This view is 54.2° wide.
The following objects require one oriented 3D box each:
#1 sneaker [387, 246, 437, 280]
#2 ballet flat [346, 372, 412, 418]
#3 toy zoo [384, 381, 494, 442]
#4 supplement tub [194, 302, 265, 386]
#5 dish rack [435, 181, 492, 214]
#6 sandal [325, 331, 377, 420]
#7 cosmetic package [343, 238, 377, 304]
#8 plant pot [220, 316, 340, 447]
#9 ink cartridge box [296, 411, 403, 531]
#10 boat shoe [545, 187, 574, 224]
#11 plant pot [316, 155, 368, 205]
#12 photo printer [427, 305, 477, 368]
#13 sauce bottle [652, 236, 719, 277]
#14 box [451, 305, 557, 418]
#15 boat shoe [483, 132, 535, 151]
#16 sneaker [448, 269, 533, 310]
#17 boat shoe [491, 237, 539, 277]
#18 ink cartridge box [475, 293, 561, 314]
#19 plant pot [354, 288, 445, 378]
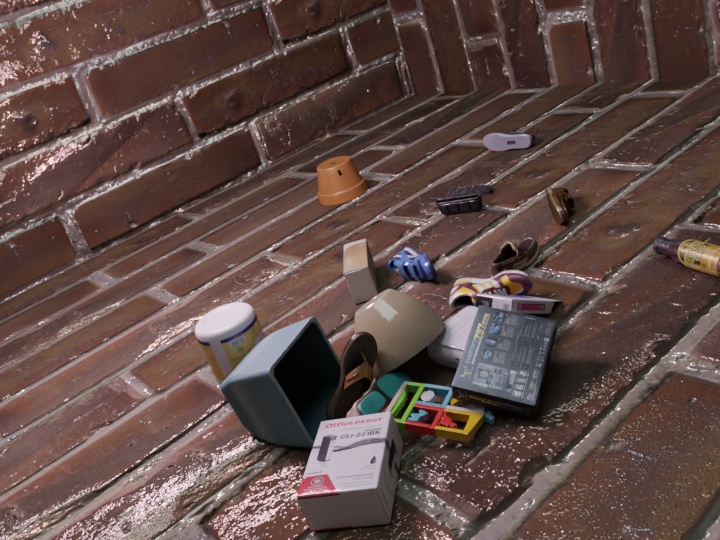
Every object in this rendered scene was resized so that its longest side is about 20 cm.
[{"bbox_3d":[0.142,-0.007,1.917,0.082,0.074,0.200,-27,18,-15],"label":"sneaker"},{"bbox_3d":[0.032,0.261,1.408,0.200,0.068,0.067,-19,-28,-54],"label":"ballet flat"},{"bbox_3d":[0.154,0.266,1.332,0.200,0.020,0.131,5,28,25],"label":"toy zoo"},{"bbox_3d":[-0.284,0.191,1.638,0.145,0.200,0.145,-15,24,7],"label":"supplement tub"},{"bbox_3d":[0.346,-0.246,2.299,0.153,0.055,0.200,-4,27,28],"label":"dish rack"},{"bbox_3d":[-0.011,0.222,1.414,0.055,0.082,0.200,21,88,54],"label":"sandal"},{"bbox_3d":[0.000,0.000,1.963,0.071,0.105,0.200,-16,25,6],"label":"cosmetic package"},{"bbox_3d":[-0.170,0.243,1.474,0.200,0.196,0.196,-16,22,34],"label":"plant pot"},{"bbox_3d":[-0.013,0.348,1.240,0.144,0.084,0.200,-12,23,16],"label":"ink cartridge box"},{"bbox_3d":[0.570,-0.192,1.993,0.068,0.072,0.200,-15,21,14],"label":"boat shoe"},{"bbox_3d":[-0.086,-0.358,2.757,0.200,0.140,0.200,-16,24,8],"label":"plant pot"},{"bbox_3d":[0.266,0.149,1.482,0.200,0.070,0.166,8,35,45],"label":"photo printer"},{"bbox_3d":[0.731,-0.034,1.541,0.066,0.066,0.200,-27,24,-19],"label":"sauce bottle"},{"bbox_3d":[0.276,0.169,1.341,0.158,0.051,0.200,11,52,20],"label":"box"},{"bbox_3d":[0.563,-0.490,2.660,0.200,0.069,0.057,9,27,37],"label":"boat shoe"},{"bbox_3d":[0.306,0.058,1.661,0.200,0.075,0.090,-12,32,32],"label":"sneaker"},{"bbox_3d":[0.392,-0.043,1.799,0.072,0.072,0.200,7,35,45],"label":"boat shoe"},{"bbox_3d":[0.353,0.074,1.560,0.200,0.037,0.095,1,5,-43],"label":"ink cartridge box"},{"bbox_3d":[0.063,0.120,1.524,0.200,0.135,0.200,-36,2,1],"label":"plant pot"}]
